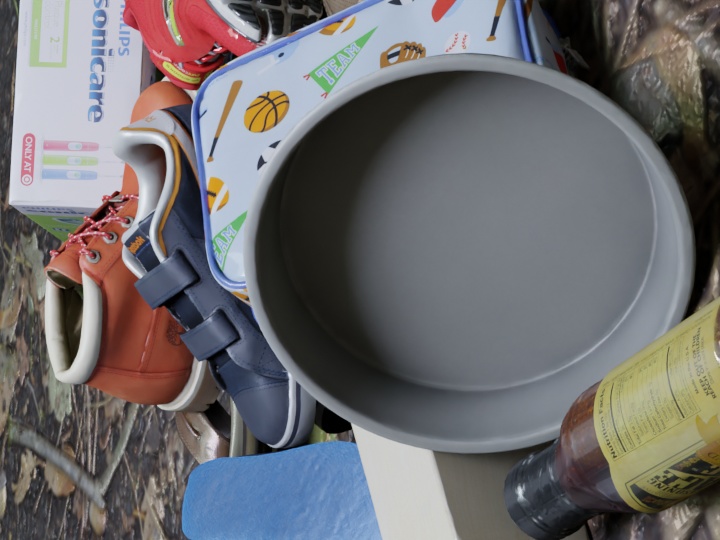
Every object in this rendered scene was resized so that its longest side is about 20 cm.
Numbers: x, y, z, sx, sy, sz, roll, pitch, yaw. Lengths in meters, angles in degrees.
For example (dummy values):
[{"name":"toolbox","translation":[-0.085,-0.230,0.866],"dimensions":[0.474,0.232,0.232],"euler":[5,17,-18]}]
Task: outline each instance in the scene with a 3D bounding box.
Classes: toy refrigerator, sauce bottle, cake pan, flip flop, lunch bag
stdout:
[{"name":"toy refrigerator","translation":[0.040,0.069,1.019],"dimensions":[0.070,0.075,0.201],"euler":[-57,39,42]},{"name":"sauce bottle","translation":[0.128,0.066,0.865],"dimensions":[0.200,0.065,0.067],"euler":[136,132,-55]},{"name":"cake pan","translation":[0.048,-0.010,0.911],"dimensions":[0.037,0.199,0.201],"euler":[-82,12,-59]},{"name":"flip flop","translation":[-0.082,0.104,1.238],"dimensions":[0.081,0.057,0.202],"euler":[-1,-92,-82]},{"name":"lunch bag","translation":[0.016,-0.065,1.001],"dimensions":[0.199,0.076,0.161],"euler":[-21,52,17]}]

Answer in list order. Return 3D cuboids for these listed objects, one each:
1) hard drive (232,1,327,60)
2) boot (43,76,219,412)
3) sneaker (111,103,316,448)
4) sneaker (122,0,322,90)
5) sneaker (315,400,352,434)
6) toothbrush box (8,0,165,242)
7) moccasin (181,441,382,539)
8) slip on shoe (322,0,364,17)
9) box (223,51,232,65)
[{"name":"hard drive","translation":[-0.056,-0.097,1.253],"dimensions":[0.140,0.033,0.202],"euler":[-148,66,-74]},{"name":"boot","translation":[-0.131,-0.023,1.191],"dimensions":[0.075,0.107,0.202],"euler":[-14,71,51]},{"name":"sneaker","translation":[-0.086,0.006,1.134],"dimensions":[0.078,0.079,0.202],"euler":[-36,68,59]},{"name":"sneaker","translation":[-0.083,-0.141,1.175],"dimensions":[0.200,0.076,0.086],"euler":[40,120,58]},{"name":"sneaker","translation":[0.000,0.000,1.132],"dimensions":[0.115,0.075,0.202],"euler":[46,134,45]},{"name":"toothbrush box","translation":[-0.169,-0.099,1.353],"dimensions":[0.200,0.085,0.147],"euler":[81,-168,-84]},{"name":"moccasin","translation":[-0.013,0.127,1.115],"dimensions":[0.199,0.068,0.081],"euler":[5,78,47]},{"name":"slip on shoe","translation":[-0.021,-0.200,1.112],"dimensions":[0.076,0.060,0.201],"euler":[-48,44,49]},{"name":"box","translation":[-0.092,-0.195,1.309],"dimensions":[0.110,0.034,0.202],"euler":[142,136,-82]}]
